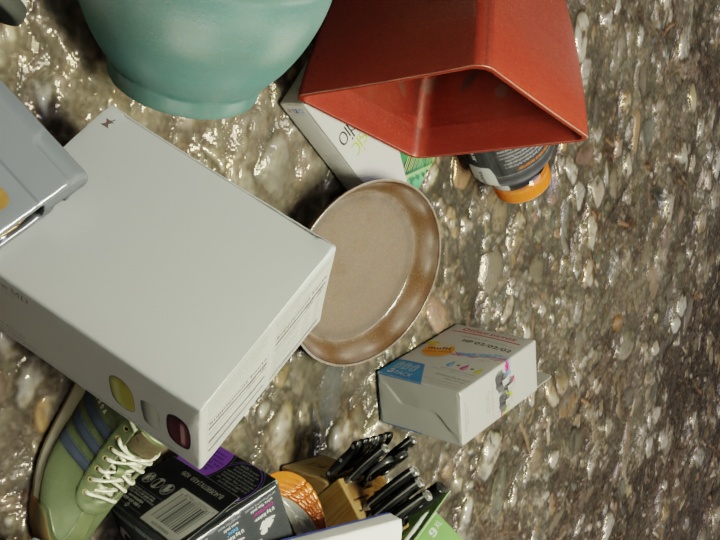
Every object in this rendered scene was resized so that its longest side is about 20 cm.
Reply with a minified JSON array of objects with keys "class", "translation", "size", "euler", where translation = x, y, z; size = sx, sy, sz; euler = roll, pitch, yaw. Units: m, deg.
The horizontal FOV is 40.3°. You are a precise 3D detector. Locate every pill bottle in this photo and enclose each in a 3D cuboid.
[{"class":"pill bottle","translation":[0.157,-0.169,1.115],"size":[0.106,0.106,0.200],"euler":[-55,135,-27]}]

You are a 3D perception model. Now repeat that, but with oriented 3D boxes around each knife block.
[{"class":"knife block","translation":[0.001,0.254,0.967],"size":[0.064,0.175,0.200],"euler":[-3,101,-50]}]

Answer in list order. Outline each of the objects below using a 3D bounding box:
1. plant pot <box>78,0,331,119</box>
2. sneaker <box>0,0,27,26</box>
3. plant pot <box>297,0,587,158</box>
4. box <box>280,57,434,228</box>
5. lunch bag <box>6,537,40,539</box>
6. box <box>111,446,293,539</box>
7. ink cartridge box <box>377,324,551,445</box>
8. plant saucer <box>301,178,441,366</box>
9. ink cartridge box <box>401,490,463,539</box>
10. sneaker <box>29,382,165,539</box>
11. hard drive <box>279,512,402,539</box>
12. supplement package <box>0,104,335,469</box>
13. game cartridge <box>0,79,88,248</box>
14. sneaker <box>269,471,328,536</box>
[{"class":"plant pot","translation":[-0.121,-0.198,0.728],"size":[0.200,0.200,0.134],"euler":[-24,143,-45]},{"class":"sneaker","translation":[-0.265,-0.257,0.616],"size":[0.201,0.067,0.108],"euler":[45,66,-42]},{"class":"plant pot","translation":[0.085,-0.223,0.907],"size":[0.200,0.200,0.177],"euler":[17,75,-51]},{"class":"box","translation":[0.013,-0.158,1.000],"size":[0.200,0.036,0.144],"euler":[50,61,-45]},{"class":"lunch bag","translation":[-0.246,0.319,0.726],"size":[0.170,0.127,0.200],"euler":[56,50,-43]},{"class":"box","translation":[-0.123,0.268,0.854],"size":[0.106,0.122,0.200],"euler":[-30,120,-32]},{"class":"ink cartridge box","translation":[0.126,0.120,1.135],"size":[0.200,0.115,0.068],"euler":[-25,117,-46]},{"class":"plant saucer","translation":[0.000,0.000,0.996],"size":[0.200,0.032,0.200],"euler":[-21,123,-35]},{"class":"ink cartridge box","translation":[0.039,0.304,1.016],"size":[0.059,0.200,0.104],"euler":[46,55,1]},{"class":"sneaker","translation":[-0.192,0.133,0.773],"size":[0.067,0.090,0.200],"euler":[29,76,-50]},{"class":"hard drive","translation":[-0.052,0.286,0.820],"size":[0.200,0.025,0.132],"euler":[-2,103,-41]},{"class":"supplement package","translation":[-0.146,0.010,0.696],"size":[0.156,0.200,0.111],"euler":[-52,168,-30]},{"class":"game cartridge","translation":[-0.288,-0.049,0.602],"size":[0.133,0.042,0.200],"euler":[49,62,-5]},{"class":"sneaker","translation":[-0.050,0.283,0.934],"size":[0.076,0.092,0.200],"euler":[-28,90,-33]}]
